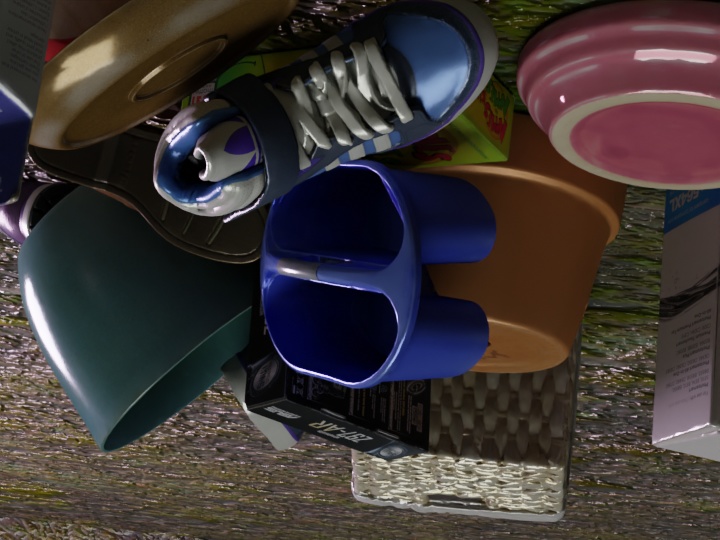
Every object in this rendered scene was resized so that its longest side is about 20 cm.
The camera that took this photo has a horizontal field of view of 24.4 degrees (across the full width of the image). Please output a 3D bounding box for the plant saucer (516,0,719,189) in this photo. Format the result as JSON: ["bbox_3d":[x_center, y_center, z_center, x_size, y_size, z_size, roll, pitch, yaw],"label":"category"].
[{"bbox_3d":[0.194,-0.100,1.033,0.198,0.051,0.201,7,163,2],"label":"plant saucer"}]

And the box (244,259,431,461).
[{"bbox_3d":[-0.010,0.025,1.254,0.043,0.202,0.159,-16,152,39],"label":"box"}]

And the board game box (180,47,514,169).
[{"bbox_3d":[-0.009,-0.106,1.106,0.198,0.048,0.101,-2,159,29],"label":"board game box"}]

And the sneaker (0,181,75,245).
[{"bbox_3d":[-0.238,-0.029,1.434,0.087,0.076,0.200,13,165,37],"label":"sneaker"}]

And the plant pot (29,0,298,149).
[{"bbox_3d":[-0.106,-0.121,0.927,0.199,0.028,0.200,-33,177,-2],"label":"plant pot"}]

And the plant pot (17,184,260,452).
[{"bbox_3d":[-0.171,0.015,1.297,0.161,0.200,0.201,50,163,7],"label":"plant pot"}]

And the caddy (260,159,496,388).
[{"bbox_3d":[0.000,0.000,1.081,0.104,0.143,0.199,1,-176,-31],"label":"caddy"}]

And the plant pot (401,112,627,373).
[{"bbox_3d":[0.089,-0.012,1.202,0.197,0.142,0.200,7,161,2],"label":"plant pot"}]

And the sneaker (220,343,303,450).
[{"bbox_3d":[-0.032,0.074,1.383,0.146,0.081,0.200,-34,166,-2],"label":"sneaker"}]

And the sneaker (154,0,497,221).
[{"bbox_3d":[-0.029,-0.086,0.962,0.198,0.081,0.146,-17,-167,34],"label":"sneaker"}]

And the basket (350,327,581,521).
[{"bbox_3d":[0.091,0.099,1.446,0.195,0.202,0.161,5,160,7],"label":"basket"}]

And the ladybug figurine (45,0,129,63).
[{"bbox_3d":[-0.180,-0.148,1.010,0.134,0.073,0.200,7,162,2],"label":"ladybug figurine"}]

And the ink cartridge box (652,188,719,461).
[{"bbox_3d":[0.286,0.034,1.158,0.144,0.203,0.084,14,161,-20],"label":"ink cartridge box"}]

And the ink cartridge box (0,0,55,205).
[{"bbox_3d":[-0.241,-0.126,0.896,0.195,0.203,0.043,-8,157,38],"label":"ink cartridge box"}]

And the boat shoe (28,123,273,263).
[{"bbox_3d":[-0.141,-0.070,1.201,0.199,0.073,0.068,29,-169,11],"label":"boat shoe"}]
